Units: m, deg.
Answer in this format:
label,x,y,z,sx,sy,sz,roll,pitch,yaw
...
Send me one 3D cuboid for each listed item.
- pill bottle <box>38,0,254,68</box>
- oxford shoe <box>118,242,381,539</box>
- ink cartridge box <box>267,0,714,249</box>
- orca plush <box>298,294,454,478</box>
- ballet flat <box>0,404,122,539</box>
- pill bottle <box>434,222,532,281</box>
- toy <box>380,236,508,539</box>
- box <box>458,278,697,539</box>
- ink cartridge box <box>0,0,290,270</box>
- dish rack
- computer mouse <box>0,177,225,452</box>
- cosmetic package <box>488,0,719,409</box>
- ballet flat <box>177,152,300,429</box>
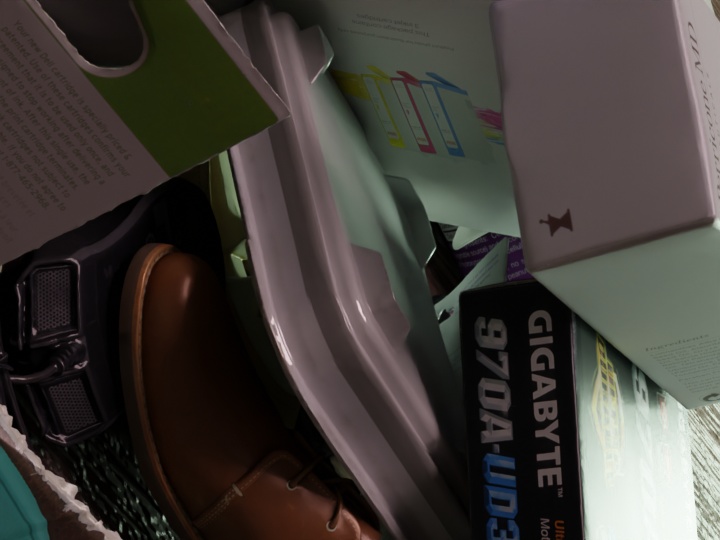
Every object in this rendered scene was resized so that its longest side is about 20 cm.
label,x,y,z,sx,sy,sz,roll,pitch,yaw
pill bottle,-0.068,-0.152,1.245,0.116,0.115,0.200,64,19,-4
oxford shoe,-0.030,0.078,1.080,0.071,0.071,0.201,-50,125,-55
ink cartridge box,0.055,-0.108,1.194,0.129,0.125,0.200,-64,150,-26
orca plush,0.015,0.025,1.309,0.105,0.071,0.201,33,37,-55
ballet flat,-0.107,0.095,0.947,0.201,0.071,0.072,60,21,-19
pill bottle,0.097,-0.031,1.518,0.201,0.112,0.112,63,20,-7
toy,0.044,0.103,1.180,0.047,0.115,0.201,19,56,-21
box,0.087,0.115,1.115,0.159,0.046,0.201,29,56,-65
ink cartridge box,-0.138,-0.070,0.849,0.148,0.199,0.076,52,24,-33
dish rack,0.000,0.000,1.118,0.172,0.043,0.201,57,13,-46
computer mouse,-0.111,-0.005,1.049,0.200,0.046,0.141,-49,132,-59
cosmetic package,0.117,-0.026,1.092,0.200,0.071,0.102,35,44,-62
ballet flat,-0.048,-0.006,1.200,0.069,0.063,0.201,35,36,-57
